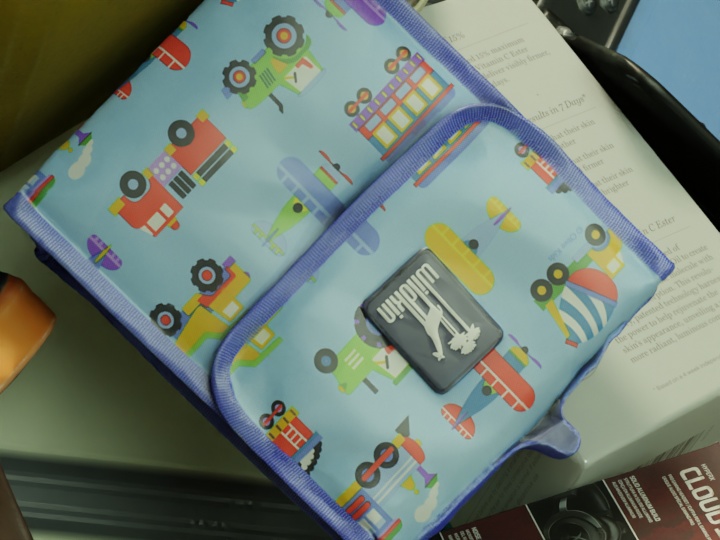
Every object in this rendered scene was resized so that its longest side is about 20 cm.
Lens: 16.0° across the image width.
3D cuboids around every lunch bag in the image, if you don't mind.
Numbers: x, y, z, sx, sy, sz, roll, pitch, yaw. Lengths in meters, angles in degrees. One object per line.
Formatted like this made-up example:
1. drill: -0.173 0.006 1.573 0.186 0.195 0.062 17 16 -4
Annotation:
1. lunch bag: 0.000 0.000 0.908 0.200 0.094 0.151 43 83 8

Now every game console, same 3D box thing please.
1. game console: 0.175 -0.073 1.104 0.200 0.116 0.176 41 57 -22

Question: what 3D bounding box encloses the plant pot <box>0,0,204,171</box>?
1. plant pot: -0.123 -0.154 0.932 0.200 0.177 0.200 45 55 14

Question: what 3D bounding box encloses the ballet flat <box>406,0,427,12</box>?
1. ballet flat: -0.022 -0.157 1.045 0.069 0.070 0.201 -5 52 -30

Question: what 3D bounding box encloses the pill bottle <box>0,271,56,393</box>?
1. pill bottle: -0.202 -0.024 0.902 0.200 0.106 0.106 43 58 -9

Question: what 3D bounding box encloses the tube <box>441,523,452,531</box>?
1. tube: 0.072 0.193 1.016 0.077 0.050 0.201 -5 81 -21

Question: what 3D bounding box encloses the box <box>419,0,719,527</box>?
1. box: 0.057 0.001 1.008 0.124 0.098 0.200 -23 67 -32

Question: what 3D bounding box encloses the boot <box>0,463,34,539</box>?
1. boot: -0.116 0.117 0.805 0.064 0.200 0.187 -32 123 -4

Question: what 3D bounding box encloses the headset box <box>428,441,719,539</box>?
1. headset box: 0.078 0.161 0.924 0.199 0.077 0.149 -16 124 -6
